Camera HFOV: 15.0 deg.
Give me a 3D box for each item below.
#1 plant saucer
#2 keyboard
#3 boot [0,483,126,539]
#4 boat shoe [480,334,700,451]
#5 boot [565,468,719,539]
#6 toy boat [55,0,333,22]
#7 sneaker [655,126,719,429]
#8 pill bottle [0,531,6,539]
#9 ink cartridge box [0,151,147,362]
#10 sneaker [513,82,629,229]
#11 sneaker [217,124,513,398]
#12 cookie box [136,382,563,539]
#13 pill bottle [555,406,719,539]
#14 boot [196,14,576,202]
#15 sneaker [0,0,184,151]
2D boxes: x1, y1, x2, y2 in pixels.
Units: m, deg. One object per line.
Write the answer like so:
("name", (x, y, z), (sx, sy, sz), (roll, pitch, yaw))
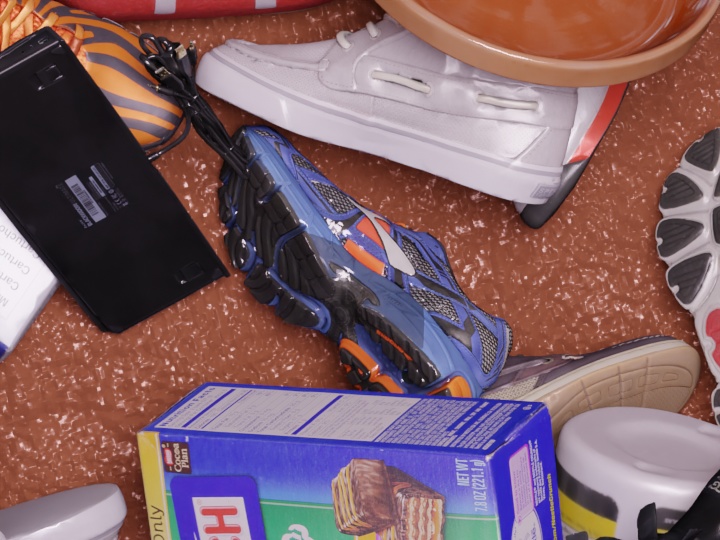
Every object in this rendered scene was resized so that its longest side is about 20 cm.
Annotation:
("plant saucer", (0.083, -0.164, 1.357), (0.199, 0.032, 0.201), (8, 49, -10))
("keyboard", (-0.118, -0.053, 1.373), (0.127, 0.200, 0.021), (-28, 48, 4))
("boot", (-0.200, 0.188, 1.412), (0.199, 0.074, 0.096), (-24, 100, 0))
("boat shoe", (0.085, 0.074, 1.441), (0.199, 0.065, 0.072), (-24, 135, -18))
("boot", (0.168, 0.191, 1.310), (0.162, 0.073, 0.199), (-36, 118, -18))
("toy boat", (-0.074, -0.198, 1.392), (0.199, 0.131, 0.131), (-4, 90, -7))
("sneaker", (0.215, 0.021, 1.462), (0.080, 0.083, 0.201), (-16, 76, 27))
("pill bottle", (-0.252, 0.102, 1.339), (0.112, 0.112, 0.200), (-43, 66, -5))
("ink cartridge box", (-0.237, -0.051, 1.416), (0.199, 0.041, 0.201), (34, 86, -5))
("sneaker", (0.098, -0.131, 1.447), (0.107, 0.067, 0.202), (27, 86, -2))
("sneaker", (0.000, 0.000, 1.423), (0.078, 0.075, 0.200), (-28, 71, -40))
("cookie box", (-0.002, 0.151, 1.360), (0.199, 0.075, 0.172), (2, 108, 29))
("pill bottle", (0.140, 0.182, 1.405), (0.114, 0.114, 0.201), (8, 107, -7))
("boot", (0.018, -0.109, 1.400), (0.199, 0.074, 0.096), (18, 101, 12))
("sneaker", (-0.178, -0.113, 1.347), (0.199, 0.112, 0.078), (19, 82, -7))
